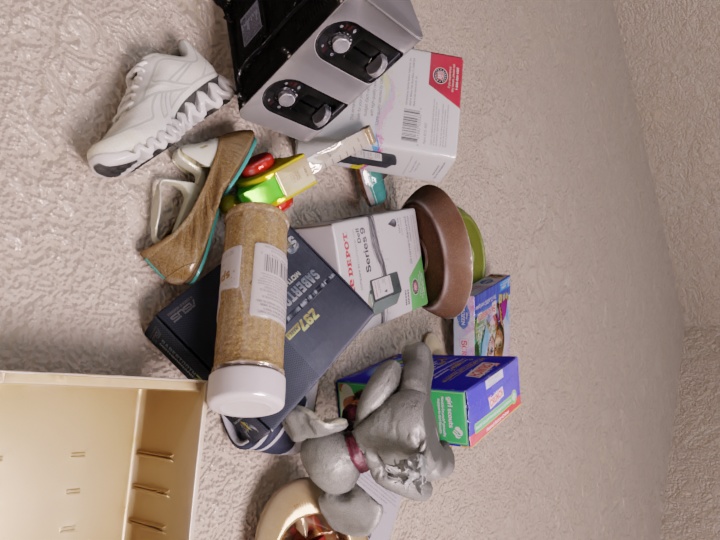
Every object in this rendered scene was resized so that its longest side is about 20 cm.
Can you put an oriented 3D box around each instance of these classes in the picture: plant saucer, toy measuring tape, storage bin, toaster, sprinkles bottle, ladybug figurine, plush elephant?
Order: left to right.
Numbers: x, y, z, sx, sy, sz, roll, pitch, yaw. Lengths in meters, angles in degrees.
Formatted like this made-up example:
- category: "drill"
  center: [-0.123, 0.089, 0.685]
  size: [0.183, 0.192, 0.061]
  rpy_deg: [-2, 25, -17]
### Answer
- category: "storage bin"
  center: [-0.235, 0.181, 0.482]
  size: [0.198, 0.094, 0.201]
  rpy_deg: [18, 72, -52]
- category: "sprinkles bottle"
  center: [-0.103, 0.033, 0.585]
  size: [0.068, 0.068, 0.201]
  rpy_deg: [35, 44, -46]
- category: "toy measuring tape"
  center: [-0.078, -0.118, 0.720]
  size: [0.200, 0.074, 0.074]
  rpy_deg: [-32, 116, -17]
- category: "ladybug figurine"
  center: [-0.056, 0.335, 0.703]
  size: [0.135, 0.072, 0.201]
  rpy_deg: [-10, 85, -24]
- category: "toaster"
  center: [-0.051, -0.262, 0.649]
  size: [0.119, 0.181, 0.200]
  rpy_deg: [18, 48, -44]
- category: "plush elephant"
  center: [0.006, 0.189, 0.672]
  size: [0.200, 0.154, 0.165]
  rpy_deg: [-35, 112, -73]
- category: "plant saucer"
  center: [0.098, -0.024, 0.907]
  size: [0.034, 0.200, 0.201]
  rpy_deg: [-12, 97, -21]
- category: "plant saucer"
  center: [0.185, -0.025, 1.132]
  size: [0.200, 0.031, 0.201]
  rpy_deg: [9, 79, -52]

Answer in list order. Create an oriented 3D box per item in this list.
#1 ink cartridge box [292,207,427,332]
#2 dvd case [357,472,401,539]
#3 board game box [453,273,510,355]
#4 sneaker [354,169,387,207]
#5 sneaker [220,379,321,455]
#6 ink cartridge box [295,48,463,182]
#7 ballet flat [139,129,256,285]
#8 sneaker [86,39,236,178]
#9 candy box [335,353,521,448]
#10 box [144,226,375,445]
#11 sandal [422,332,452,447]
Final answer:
- category: "ink cartridge box"
  center: [0.000, 0.000, 0.831]
  size: [0.200, 0.084, 0.146]
  rpy_deg: [-18, 101, -53]
- category: "dvd case"
  center: [-0.005, 0.341, 0.835]
  size: [0.150, 0.025, 0.200]
  rpy_deg: [51, 47, -37]
- category: "board game box"
  center: [0.225, 0.121, 1.126]
  size: [0.200, 0.041, 0.200]
  rpy_deg: [-20, 111, -57]
- category: "sneaker"
  center: [0.025, -0.194, 0.874]
  size: [0.071, 0.080, 0.201]
  rpy_deg: [-143, -136, -84]
- category: "sneaker"
  center: [-0.098, 0.108, 0.698]
  size: [0.108, 0.070, 0.201]
  rpy_deg: [20, 73, -53]
- category: "ink cartridge box"
  center: [0.022, -0.209, 0.795]
  size: [0.083, 0.199, 0.146]
  rpy_deg: [120, -22, -74]
- category: "ballet flat"
  center: [-0.171, -0.082, 0.638]
  size: [0.072, 0.068, 0.200]
  rpy_deg: [31, 64, -26]
- category: "sneaker"
  center: [-0.202, -0.158, 0.595]
  size: [0.081, 0.075, 0.200]
  rpy_deg: [55, 37, -23]
- category: "candy box"
  center: [0.096, 0.169, 0.844]
  size: [0.169, 0.200, 0.077]
  rpy_deg: [-12, 95, -53]
- category: "box"
  center: [-0.097, 0.055, 0.653]
  size: [0.158, 0.051, 0.200]
  rpy_deg: [46, 49, -1]
- category: "sandal"
  center: [0.152, 0.208, 1.026]
  size: [0.078, 0.069, 0.212]
  rpy_deg: [2, 84, -54]
